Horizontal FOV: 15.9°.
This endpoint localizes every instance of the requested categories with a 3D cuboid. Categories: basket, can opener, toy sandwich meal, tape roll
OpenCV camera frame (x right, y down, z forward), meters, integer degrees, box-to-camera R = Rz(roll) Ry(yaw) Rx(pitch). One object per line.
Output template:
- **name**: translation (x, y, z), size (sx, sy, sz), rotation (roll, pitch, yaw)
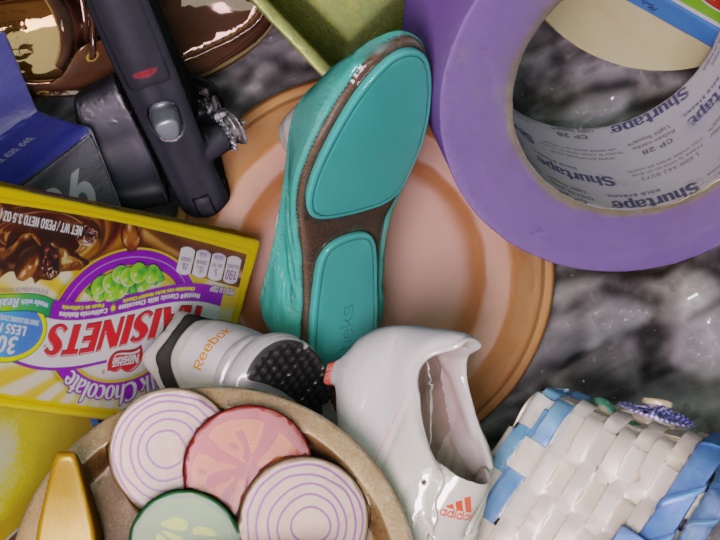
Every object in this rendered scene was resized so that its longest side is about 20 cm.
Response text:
- **basket**: translation (0.149, 0.144, 1.247), size (0.200, 0.176, 0.139), rotation (36, 90, 11)
- **can opener**: translation (-0.107, -0.104, 1.239), size (0.078, 0.063, 0.200), rotation (-21, 132, -6)
- **toy sandwich meal**: translation (-0.066, 0.146, 1.124), size (0.204, 0.070, 0.206), rotation (0, 78, 2)
- **tape roll**: translation (0.125, -0.105, 1.227), size (0.199, 0.085, 0.201), rotation (-6, 122, -9)

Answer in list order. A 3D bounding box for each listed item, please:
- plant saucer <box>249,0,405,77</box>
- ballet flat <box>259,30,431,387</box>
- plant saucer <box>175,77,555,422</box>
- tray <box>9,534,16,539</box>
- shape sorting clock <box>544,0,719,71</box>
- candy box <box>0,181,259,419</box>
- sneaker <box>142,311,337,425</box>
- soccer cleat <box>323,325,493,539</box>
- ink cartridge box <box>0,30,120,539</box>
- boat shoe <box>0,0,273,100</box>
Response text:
- **plant saucer**: translation (-0.004, -0.216, 1.285), size (0.200, 0.048, 0.200), rotation (-44, 91, -9)
- **ballet flat**: translation (-0.017, -0.038, 1.229), size (0.067, 0.070, 0.201), rotation (-15, 132, -31)
- **plant saucer**: translation (0.000, 0.000, 1.314), size (0.199, 0.037, 0.201), rotation (0, 92, 1)
- **tray**: translation (-0.133, 0.138, 1.250), size (0.098, 0.200, 0.037), rotation (-2, 126, 2)
- **shape sorting clock**: translation (0.158, -0.196, 1.272), size (0.199, 0.039, 0.201), rotation (-6, 108, -21)
- **candy box**: translation (-0.132, 0.018, 1.218), size (0.026, 0.200, 0.103), rotation (21, 97, 39)
- **sneaker**: translation (-0.044, 0.086, 1.269), size (0.080, 0.200, 0.074), rotation (22, 60, 33)
- **soccer cleat**: translation (0.026, 0.124, 1.186), size (0.077, 0.069, 0.201), rotation (-10, 80, 37)
- **ink cartridge box**: translation (-0.183, 0.018, 1.222), size (0.047, 0.198, 0.201), rotation (3, 122, 39)
- **boat shoe**: translation (-0.138, -0.119, 1.297), size (0.199, 0.068, 0.072), rotation (-11, 92, 2)
